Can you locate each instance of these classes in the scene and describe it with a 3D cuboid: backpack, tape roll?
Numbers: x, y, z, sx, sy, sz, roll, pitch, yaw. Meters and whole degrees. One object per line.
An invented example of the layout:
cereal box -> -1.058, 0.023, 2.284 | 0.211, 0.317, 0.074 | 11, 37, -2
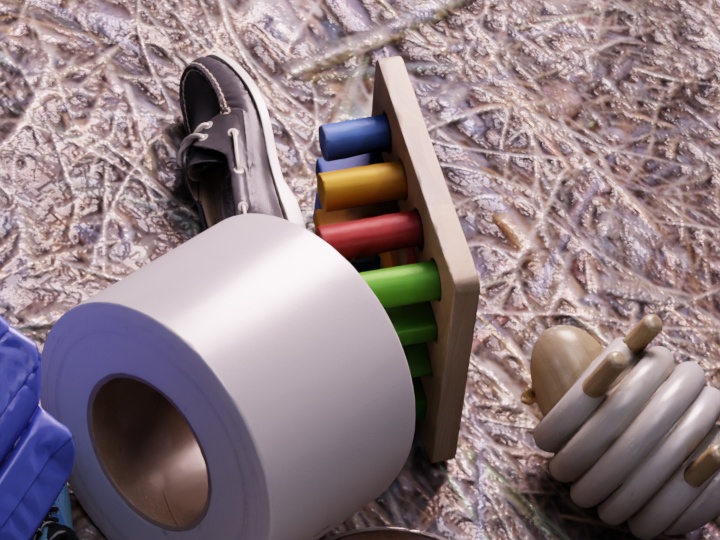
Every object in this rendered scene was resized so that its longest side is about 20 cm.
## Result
backpack -> -0.270, 0.113, 1.526 | 0.168, 0.200, 0.163 | 45, 62, -10
tape roll -> -0.084, 0.083, 1.654 | 0.203, 0.203, 0.139 | 44, 48, 18

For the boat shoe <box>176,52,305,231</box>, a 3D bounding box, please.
boat shoe -> -0.096, -0.070, 1.880 | 0.060, 0.074, 0.201 | -3, 60, -31

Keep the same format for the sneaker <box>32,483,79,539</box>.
sneaker -> -0.189, 0.170, 1.601 | 0.078, 0.090, 0.201 | 15, 47, -32

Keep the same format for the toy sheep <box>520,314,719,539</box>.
toy sheep -> 0.193, 0.114, 1.796 | 0.200, 0.138, 0.138 | 46, 48, 6

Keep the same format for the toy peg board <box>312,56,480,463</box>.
toy peg board -> 0.000, 0.000, 1.780 | 0.097, 0.201, 0.200 | -9, 53, -12

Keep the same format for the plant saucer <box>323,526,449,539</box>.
plant saucer -> 0.032, 0.252, 1.673 | 0.199, 0.032, 0.201 | 12, 48, -13
